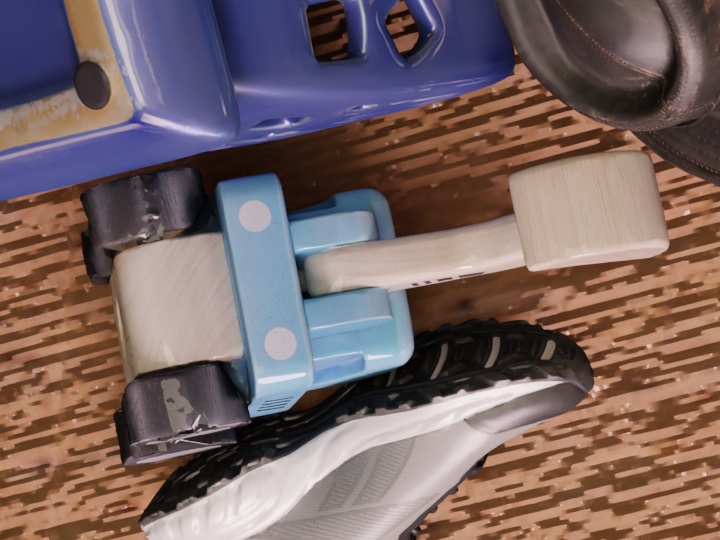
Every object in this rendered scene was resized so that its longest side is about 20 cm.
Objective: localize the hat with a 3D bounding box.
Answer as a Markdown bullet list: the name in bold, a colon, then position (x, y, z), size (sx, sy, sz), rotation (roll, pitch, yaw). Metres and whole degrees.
- **hat**: position (0.091, -0.107, 0.811), size (0.081, 0.200, 0.202), rotation (-25, 96, -28)

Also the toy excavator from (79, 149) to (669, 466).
- **toy excavator**: position (0.000, 0.000, 0.886), size (0.199, 0.194, 0.101), rotation (-11, 82, -10)

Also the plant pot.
- **plant pot**: position (-0.089, -0.129, 0.832), size (0.199, 0.179, 0.201), rotation (-9, 101, 41)

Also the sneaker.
- **sneaker**: position (0.009, 0.082, 0.947), size (0.199, 0.074, 0.080), rotation (-27, 103, 20)
